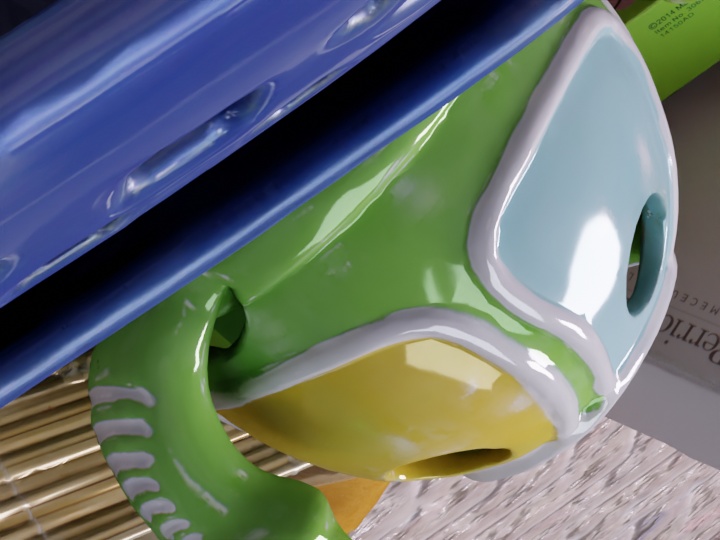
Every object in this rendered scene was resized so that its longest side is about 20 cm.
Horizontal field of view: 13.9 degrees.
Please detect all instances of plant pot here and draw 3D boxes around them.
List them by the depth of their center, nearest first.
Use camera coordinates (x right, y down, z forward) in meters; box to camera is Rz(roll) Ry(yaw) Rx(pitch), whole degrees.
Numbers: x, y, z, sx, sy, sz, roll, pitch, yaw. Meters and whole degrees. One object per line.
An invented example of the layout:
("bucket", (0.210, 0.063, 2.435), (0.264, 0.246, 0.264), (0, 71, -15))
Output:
("plant pot", (-0.073, -0.090, 0.493), (0.200, 0.200, 0.180), (-35, 167, -5))

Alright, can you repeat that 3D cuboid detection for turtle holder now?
("turtle holder", (0.008, -0.008, 0.721), (0.141, 0.132, 0.186), (-36, -158, 24))

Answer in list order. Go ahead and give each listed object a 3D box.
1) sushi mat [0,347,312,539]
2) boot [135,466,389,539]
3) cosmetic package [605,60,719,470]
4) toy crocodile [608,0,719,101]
("sushi mat", (-0.043, 0.014, 0.782), (0.199, 0.096, 0.012), (-19, 165, -44))
("boot", (-0.030, 0.065, 0.914), (0.201, 0.071, 0.144), (-51, 172, -4))
("cosmetic package", (0.143, -0.040, 0.873), (0.200, 0.101, 0.071), (-55, 133, -12))
("toy crocodile", (0.128, -0.112, 0.819), (0.067, 0.062, 0.200), (26, 125, -38))
